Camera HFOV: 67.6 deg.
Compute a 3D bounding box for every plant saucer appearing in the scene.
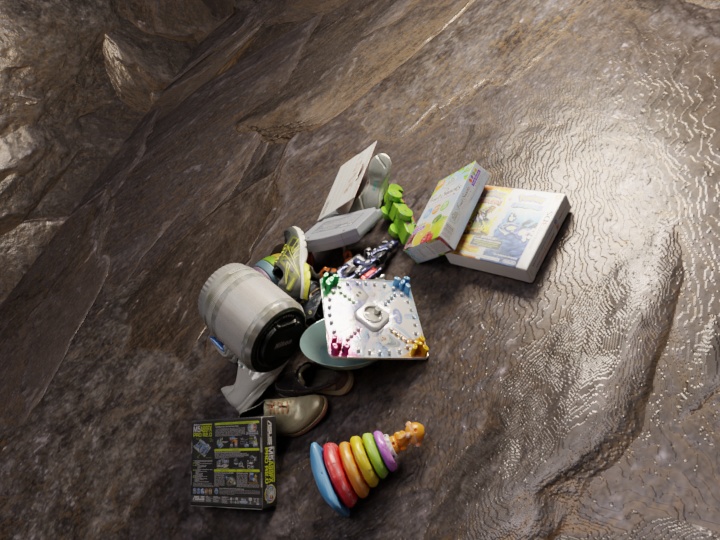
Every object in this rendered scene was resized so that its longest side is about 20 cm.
[{"bbox_3d":[-0.023,0.149,1.079,0.194,0.040,0.202,-4,25,2],"label":"plant saucer"}]

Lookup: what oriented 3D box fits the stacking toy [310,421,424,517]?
[{"bbox_3d":[0.022,0.313,0.909,0.196,0.111,0.118,-29,56,-2],"label":"stacking toy"}]

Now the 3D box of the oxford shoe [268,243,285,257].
[{"bbox_3d":[-0.242,0.017,1.409,0.201,0.071,0.071,-49,2,3],"label":"oxford shoe"}]

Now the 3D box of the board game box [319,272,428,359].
[{"bbox_3d":[0.025,0.084,1.055,0.193,0.026,0.203,3,44,-14],"label":"board game box"}]

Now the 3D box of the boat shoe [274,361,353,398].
[{"bbox_3d":[-0.106,0.221,1.106,0.195,0.065,0.074,-9,51,34],"label":"boat shoe"}]

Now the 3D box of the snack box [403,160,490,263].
[{"bbox_3d":[0.182,-0.122,1.149,0.203,0.053,0.141,-61,18,-21],"label":"snack box"}]

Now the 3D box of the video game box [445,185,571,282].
[{"bbox_3d":[0.290,-0.081,1.074,0.197,0.047,0.184,15,63,45],"label":"video game box"}]

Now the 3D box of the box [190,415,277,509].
[{"bbox_3d":[-0.250,0.374,1.053,0.195,0.044,0.166,-12,73,30],"label":"box"}]

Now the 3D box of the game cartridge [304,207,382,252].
[{"bbox_3d":[-0.054,-0.094,1.284,0.196,0.041,0.133,-8,22,40],"label":"game cartridge"}]

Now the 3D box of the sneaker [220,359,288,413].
[{"bbox_3d":[-0.222,0.210,1.166,0.201,0.088,0.075,-49,3,-2],"label":"sneaker"}]

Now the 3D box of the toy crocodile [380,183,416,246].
[{"bbox_3d":[0.093,-0.133,1.270,0.202,0.060,0.069,-110,34,-47],"label":"toy crocodile"}]

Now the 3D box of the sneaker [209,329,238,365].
[{"bbox_3d":[-0.291,0.141,1.255,0.081,0.146,0.201,-43,41,8],"label":"sneaker"}]

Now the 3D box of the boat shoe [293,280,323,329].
[{"bbox_3d":[-0.135,0.113,1.220,0.090,0.071,0.203,14,63,46],"label":"boat shoe"}]

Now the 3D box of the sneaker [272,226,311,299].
[{"bbox_3d":[-0.163,-0.023,1.230,0.082,0.076,0.204,-2,49,-17],"label":"sneaker"}]

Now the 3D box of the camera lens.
[{"bbox_3d":[-0.221,0.097,1.109,0.198,0.161,0.161,33,77,30],"label":"camera lens"}]

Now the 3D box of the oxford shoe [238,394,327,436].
[{"bbox_3d":[-0.157,0.290,1.078,0.196,0.074,0.072,-25,42,19],"label":"oxford shoe"}]

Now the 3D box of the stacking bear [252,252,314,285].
[{"bbox_3d":[-0.191,0.011,1.309,0.199,0.115,0.121,-37,-2,-34],"label":"stacking bear"}]

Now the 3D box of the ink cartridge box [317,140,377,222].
[{"bbox_3d":[-0.022,-0.222,1.407,0.172,0.043,0.204,-22,40,50],"label":"ink cartridge box"}]

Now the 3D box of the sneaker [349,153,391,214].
[{"bbox_3d":[0.034,-0.187,1.360,0.069,0.080,0.205,23,88,14],"label":"sneaker"}]

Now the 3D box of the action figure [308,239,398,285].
[{"bbox_3d":[0.000,0.000,1.224,0.197,0.107,0.192,-28,40,-30],"label":"action figure"}]
